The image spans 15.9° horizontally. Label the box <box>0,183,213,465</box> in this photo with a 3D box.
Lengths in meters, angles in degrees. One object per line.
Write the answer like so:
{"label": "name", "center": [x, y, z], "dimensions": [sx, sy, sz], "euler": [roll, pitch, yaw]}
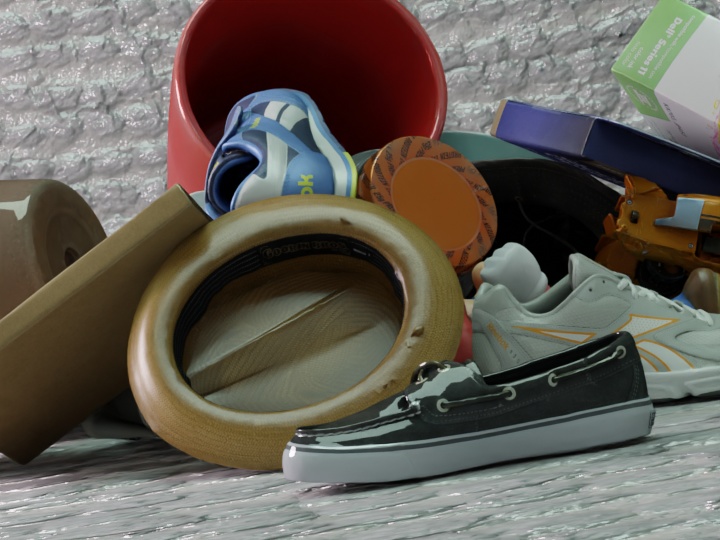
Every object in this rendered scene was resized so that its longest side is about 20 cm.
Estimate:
{"label": "box", "center": [-0.162, 0.037, 1.582], "dimensions": [0.200, 0.021, 0.164], "euler": [-37, -22, 1]}

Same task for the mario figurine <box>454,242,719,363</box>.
{"label": "mario figurine", "center": [0.123, 0.021, 1.609], "dimensions": [0.199, 0.124, 0.106], "euler": [-3, 30, -4]}

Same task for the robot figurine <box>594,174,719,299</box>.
{"label": "robot figurine", "center": [0.254, -0.004, 1.647], "dimensions": [0.199, 0.058, 0.145], "euler": [12, -21, -2]}

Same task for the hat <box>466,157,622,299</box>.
{"label": "hat", "center": [0.125, -0.022, 1.777], "dimensions": [0.200, 0.201, 0.081], "euler": [-7, 36, 27]}

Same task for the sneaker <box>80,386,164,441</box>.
{"label": "sneaker", "center": [-0.086, 0.077, 1.666], "dimensions": [0.199, 0.077, 0.080], "euler": [-15, 6, 28]}

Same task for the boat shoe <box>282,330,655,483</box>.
{"label": "boat shoe", "center": [0.055, 0.072, 1.340], "dimensions": [0.199, 0.057, 0.069], "euler": [-8, 3, -12]}

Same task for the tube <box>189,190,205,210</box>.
{"label": "tube", "center": [-0.120, 0.021, 1.727], "dimensions": [0.052, 0.058, 0.200], "euler": [-15, -28, -24]}

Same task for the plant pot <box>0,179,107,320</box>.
{"label": "plant pot", "center": [-0.256, 0.016, 1.667], "dimensions": [0.174, 0.201, 0.200], "euler": [-18, -2, 22]}

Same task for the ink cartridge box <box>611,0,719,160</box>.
{"label": "ink cartridge box", "center": [0.271, -0.089, 1.661], "dimensions": [0.200, 0.067, 0.117], "euler": [32, -8, 36]}

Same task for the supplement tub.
{"label": "supplement tub", "center": [0.000, 0.000, 1.711], "dimensions": [0.122, 0.123, 0.200], "euler": [-10, -22, -37]}

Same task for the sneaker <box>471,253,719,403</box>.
{"label": "sneaker", "center": [0.160, 0.032, 1.518], "dimensions": [0.199, 0.092, 0.076], "euler": [-8, 3, -3]}

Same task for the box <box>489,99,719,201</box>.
{"label": "box", "center": [0.175, -0.074, 1.700], "dimensions": [0.121, 0.033, 0.200], "euler": [20, 0, -19]}

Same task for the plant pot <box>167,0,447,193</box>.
{"label": "plant pot", "center": [-0.056, -0.095, 1.869], "dimensions": [0.200, 0.201, 0.177], "euler": [-9, -23, -21]}

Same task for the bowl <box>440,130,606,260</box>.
{"label": "bowl", "center": [0.097, -0.005, 1.904], "dimensions": [0.200, 0.105, 0.201], "euler": [16, -26, 8]}

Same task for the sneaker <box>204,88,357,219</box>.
{"label": "sneaker", "center": [-0.063, -0.068, 1.628], "dimensions": [0.082, 0.074, 0.200], "euler": [-1, 18, -17]}

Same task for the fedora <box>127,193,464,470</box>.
{"label": "fedora", "center": [-0.035, 0.049, 1.506], "dimensions": [0.200, 0.201, 0.082], "euler": [-8, -36, 4]}
